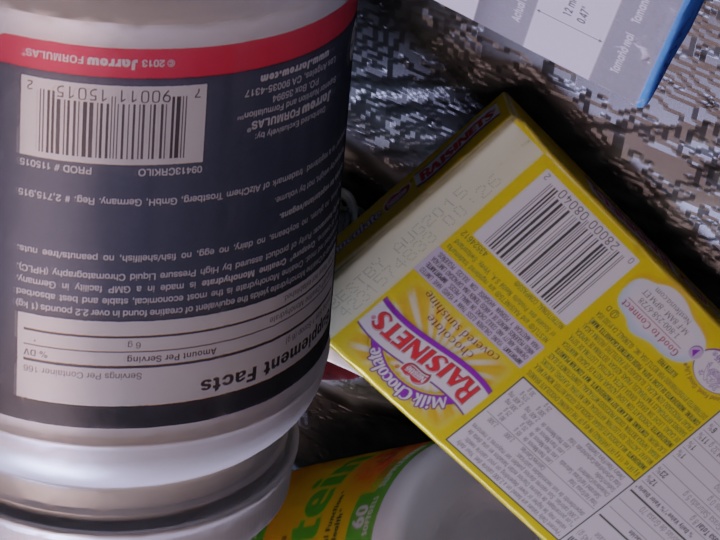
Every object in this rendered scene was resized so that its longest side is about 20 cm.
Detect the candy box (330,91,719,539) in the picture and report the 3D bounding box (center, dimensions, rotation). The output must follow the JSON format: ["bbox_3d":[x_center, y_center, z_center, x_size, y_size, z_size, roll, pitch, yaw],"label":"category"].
[{"bbox_3d":[0.078,0.038,0.833,0.102,0.026,0.200,-39,116,16],"label":"candy box"}]

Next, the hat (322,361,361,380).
[{"bbox_3d":[-0.127,-0.007,0.881,0.166,0.176,0.200,45,169,35],"label":"hat"}]

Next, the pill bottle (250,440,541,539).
[{"bbox_3d":[0.006,0.137,1.057,0.111,0.111,0.200,39,153,-19],"label":"pill bottle"}]

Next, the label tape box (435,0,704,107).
[{"bbox_3d":[0.010,-0.140,0.603,0.199,0.066,0.143,26,154,5],"label":"label tape box"}]

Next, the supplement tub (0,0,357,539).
[{"bbox_3d":[-0.075,-0.024,0.732,0.140,0.140,0.201,18,120,22],"label":"supplement tub"}]

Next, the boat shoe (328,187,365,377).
[{"bbox_3d":[0.000,0.000,0.898,0.199,0.073,0.062,28,114,19],"label":"boat shoe"}]
